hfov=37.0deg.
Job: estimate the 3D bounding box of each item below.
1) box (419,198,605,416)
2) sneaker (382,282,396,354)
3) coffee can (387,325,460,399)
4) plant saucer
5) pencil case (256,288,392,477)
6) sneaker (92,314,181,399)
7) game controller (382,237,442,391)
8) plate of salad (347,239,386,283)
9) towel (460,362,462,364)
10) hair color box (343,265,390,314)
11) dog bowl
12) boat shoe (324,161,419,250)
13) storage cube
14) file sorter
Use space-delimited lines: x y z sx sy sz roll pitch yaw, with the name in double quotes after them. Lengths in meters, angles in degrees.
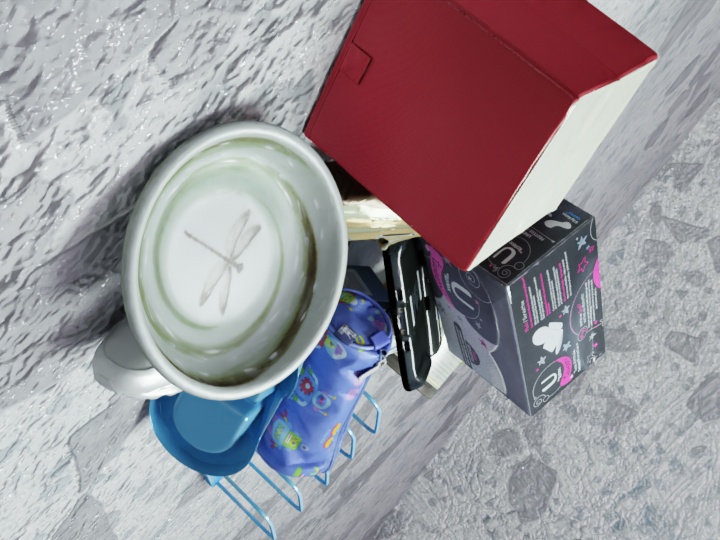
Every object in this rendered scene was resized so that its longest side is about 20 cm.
0.147 0.019 1.045 0.115 0.132 0.200 -36 138 -19 "box"
0.054 0.043 1.228 0.200 0.075 0.088 -21 153 -51 "sneaker"
0.099 0.041 1.370 0.200 0.146 0.146 -49 165 -1 "coffee can"
-0.096 -0.009 0.780 0.200 0.050 0.201 -12 107 -44 "plant saucer"
-0.033 0.113 1.025 0.078 0.087 0.200 -16 140 -46 "pencil case"
-0.133 0.020 0.837 0.200 0.078 0.100 -43 156 -47 "sneaker"
0.047 0.020 1.061 0.104 0.042 0.201 -58 145 -50 "game controller"
0.000 0.000 1.184 0.200 0.048 0.200 -48 159 -25 "plate of salad"
0.152 0.011 1.452 0.200 0.144 0.023 -48 162 0 "towel"
-0.056 0.089 1.099 0.099 0.061 0.200 2 128 -37 "hair color box"
-0.118 0.101 0.990 0.200 0.111 0.050 -59 176 31 "dog bowl"
0.030 -0.054 0.945 0.199 0.072 0.076 1 134 -23 "boat shoe"
0.096 -0.141 0.860 0.171 0.180 0.200 -30 157 -50 "storage cube"
-0.083 0.210 1.316 0.200 0.123 0.139 -44 165 -19 "file sorter"
